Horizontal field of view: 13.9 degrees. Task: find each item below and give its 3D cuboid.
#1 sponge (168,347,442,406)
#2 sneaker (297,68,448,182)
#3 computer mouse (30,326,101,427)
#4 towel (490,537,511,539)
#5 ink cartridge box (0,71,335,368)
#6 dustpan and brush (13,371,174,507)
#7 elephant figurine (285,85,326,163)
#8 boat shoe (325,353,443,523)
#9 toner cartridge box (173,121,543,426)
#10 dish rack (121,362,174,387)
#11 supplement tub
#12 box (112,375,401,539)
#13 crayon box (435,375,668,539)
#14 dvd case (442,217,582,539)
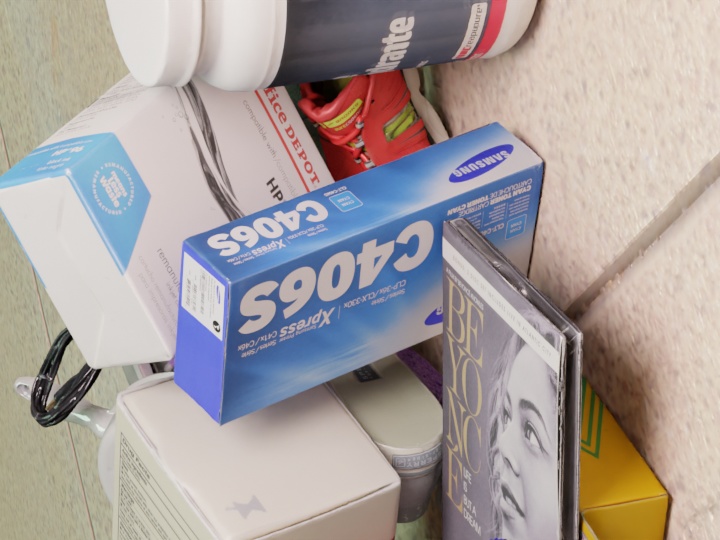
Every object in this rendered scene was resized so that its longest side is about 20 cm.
[{"bbox_3d":[-0.045,0.048,1.734,0.200,0.030,0.112,44,118,19],"label":"sponge"},{"bbox_3d":[-0.004,-0.082,1.613,0.085,0.077,0.200,-31,-74,-63],"label":"sneaker"},{"bbox_3d":[-0.120,0.025,1.725,0.200,0.034,0.059,-41,56,22],"label":"computer mouse"},{"bbox_3d":[0.078,0.235,1.437,0.148,0.050,0.200,-31,96,31],"label":"towel"},{"bbox_3d":[-0.087,-0.051,1.557,0.068,0.200,0.116,-10,116,44],"label":"ink cartridge box"},{"bbox_3d":[-0.130,0.105,1.756,0.057,0.200,0.140,-49,-31,-51],"label":"dustpan and brush"},{"bbox_3d":[-0.030,-0.095,1.716,0.141,0.155,0.200,-34,80,28],"label":"elephant figurine"},{"bbox_3d":[-0.012,0.065,1.631,0.201,0.070,0.072,-124,33,-49],"label":"boat shoe"},{"bbox_3d":[0.000,0.000,1.509,0.043,0.200,0.095,43,141,36],"label":"toner cartridge box"},{"bbox_3d":[-0.097,0.036,1.860,0.044,0.172,0.200,-53,44,29],"label":"dish rack"},{"bbox_3d":[-0.021,-0.166,1.495,0.140,0.200,0.140,171,90,-72],"label":"supplement tub"},{"bbox_3d":[-0.060,0.160,1.587,0.128,0.109,0.200,50,147,39],"label":"box"},{"bbox_3d":[0.101,0.127,1.510,0.200,0.052,0.126,-122,29,-50],"label":"crayon box"},{"bbox_3d":[0.073,0.092,1.471,0.149,0.016,0.200,-132,38,-59],"label":"dvd case"}]
